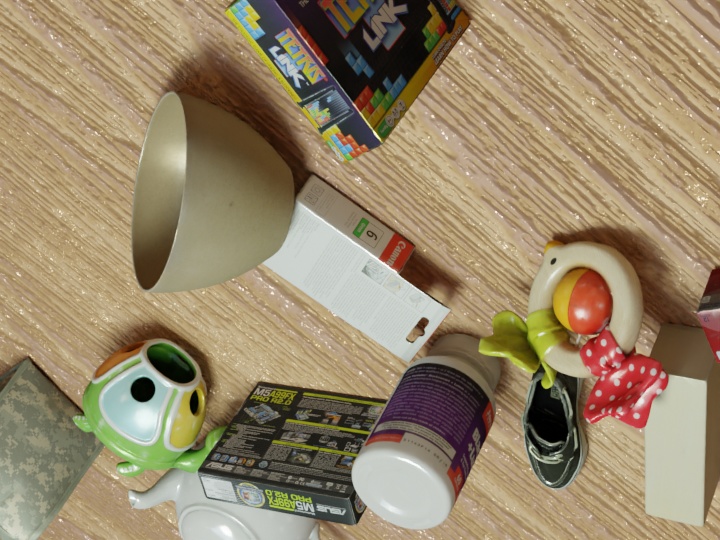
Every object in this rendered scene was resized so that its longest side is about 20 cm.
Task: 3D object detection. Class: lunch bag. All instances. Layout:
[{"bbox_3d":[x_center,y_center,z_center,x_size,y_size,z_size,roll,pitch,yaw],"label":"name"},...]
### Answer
[{"bbox_3d":[-0.451,0.248,1.950,0.164,0.201,0.117,46,134,-14],"label":"lunch bag"}]

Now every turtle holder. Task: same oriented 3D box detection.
[{"bbox_3d":[-0.243,0.169,1.796,0.186,0.140,0.132,54,125,28],"label":"turtle holder"}]

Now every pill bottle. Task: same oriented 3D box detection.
[{"bbox_3d":[0.077,0.161,1.567,0.110,0.201,0.112,16,134,17],"label":"pill bottle"}]

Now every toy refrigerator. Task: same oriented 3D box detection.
[{"bbox_3d":[0.322,0.156,1.510,0.069,0.076,0.202,9,131,23],"label":"toy refrigerator"}]

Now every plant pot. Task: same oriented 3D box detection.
[{"bbox_3d":[-0.144,-0.072,1.529,0.133,0.202,0.201,6,141,-23],"label":"plant pot"}]

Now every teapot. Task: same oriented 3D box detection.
[{"bbox_3d":[-0.153,0.312,1.869,0.198,0.147,0.199,-7,123,33],"label":"teapot"}]

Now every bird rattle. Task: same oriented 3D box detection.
[{"bbox_3d":[0.211,0.055,1.434,0.199,0.112,0.165,19,102,54],"label":"bird rattle"}]

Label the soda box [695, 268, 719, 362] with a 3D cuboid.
[{"bbox_3d":[0.411,0.029,1.352,0.198,0.070,0.064,-9,122,36],"label":"soda box"}]

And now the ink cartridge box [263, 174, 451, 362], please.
[{"bbox_3d":[0.000,0.000,1.583,0.199,0.051,0.109,35,136,-2],"label":"ink cartridge box"}]

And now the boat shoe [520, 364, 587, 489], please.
[{"bbox_3d":[0.200,0.169,1.599,0.070,0.064,0.202,11,132,22],"label":"boat shoe"}]

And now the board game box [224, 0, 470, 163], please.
[{"bbox_3d":[-0.005,-0.218,1.290,0.056,0.201,0.166,-21,115,42],"label":"board game box"}]

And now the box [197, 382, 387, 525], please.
[{"bbox_3d":[-0.064,0.206,1.717,0.198,0.161,0.045,5,128,25],"label":"box"}]
